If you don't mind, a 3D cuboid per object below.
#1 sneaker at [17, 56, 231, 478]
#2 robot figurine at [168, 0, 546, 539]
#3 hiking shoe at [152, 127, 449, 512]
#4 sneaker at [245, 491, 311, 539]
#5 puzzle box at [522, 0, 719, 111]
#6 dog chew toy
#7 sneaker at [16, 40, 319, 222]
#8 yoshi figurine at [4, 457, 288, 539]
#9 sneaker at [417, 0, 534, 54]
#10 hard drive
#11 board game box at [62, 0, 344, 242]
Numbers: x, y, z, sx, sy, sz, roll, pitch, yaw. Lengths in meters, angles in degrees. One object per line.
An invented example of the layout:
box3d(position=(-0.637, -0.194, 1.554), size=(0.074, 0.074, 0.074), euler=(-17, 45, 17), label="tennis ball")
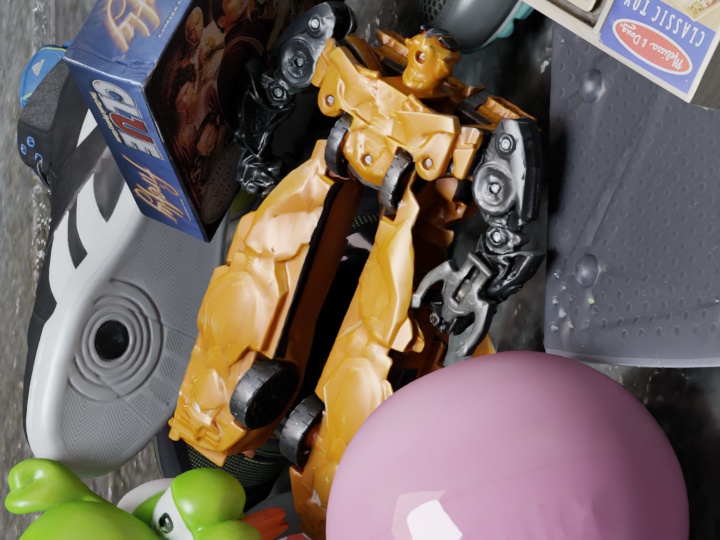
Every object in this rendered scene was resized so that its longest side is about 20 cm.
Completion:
box3d(position=(-0.111, -0.014, 0.971), size=(0.112, 0.073, 0.201), euler=(8, 75, 50), label="sneaker")
box3d(position=(0.000, 0.000, 0.854), size=(0.145, 0.058, 0.201), euler=(35, 115, 29), label="robot figurine")
box3d(position=(-0.029, 0.042, 0.956), size=(0.201, 0.075, 0.101), euler=(-65, 33, 28), label="hiking shoe")
box3d(position=(-0.053, 0.195, 0.981), size=(0.202, 0.067, 0.108), euler=(-55, 40, 36), label="sneaker")
box3d(position=(0.074, -0.153, 0.747), size=(0.200, 0.025, 0.134), euler=(37, 111, 40), label="puzzle box")
box3d(position=(0.064, 0.130, 0.753), size=(0.125, 0.124, 0.201), euler=(-44, 57, 47), label="dog chew toy")
box3d(position=(-0.101, -0.067, 1.051), size=(0.200, 0.105, 0.076), euler=(-28, 40, 55), label="sneaker")
box3d(position=(-0.104, 0.130, 0.874), size=(0.112, 0.112, 0.200), euler=(-55, 2, -34), label="yoshi figurine")
box3d(position=(0.040, -0.183, 0.860), size=(0.078, 0.091, 0.201), euler=(31, 112, 57), label="sneaker")
box3d(position=(0.131, -0.036, 0.734), size=(0.200, 0.042, 0.136), euler=(-9, 78, 59), label="hard drive")
box3d(position=(-0.037, -0.126, 0.879), size=(0.201, 0.034, 0.136), euler=(-62, -17, -17), label="board game box")
